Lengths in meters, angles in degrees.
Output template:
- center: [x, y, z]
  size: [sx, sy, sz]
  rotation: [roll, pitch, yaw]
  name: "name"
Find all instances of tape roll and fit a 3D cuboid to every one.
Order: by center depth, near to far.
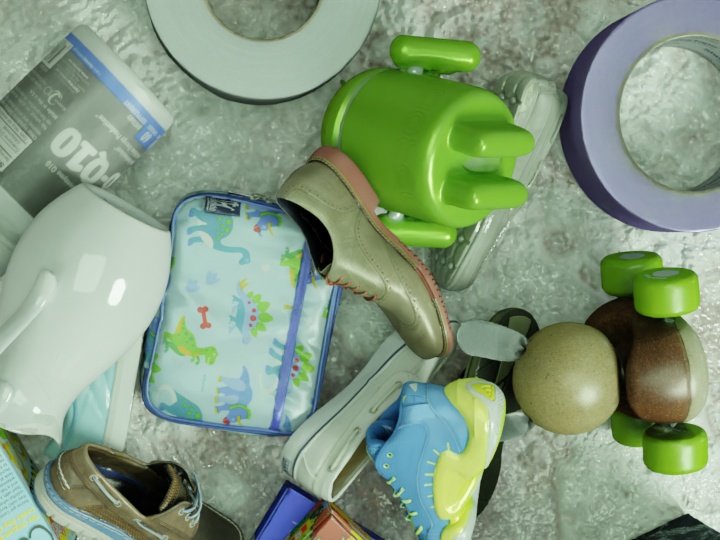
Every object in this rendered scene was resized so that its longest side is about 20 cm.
- center: [-0.084, -0.243, 1.350]
  size: [0.199, 0.066, 0.202]
  rotation: [0, 91, -5]
  name: "tape roll"
- center: [0.278, -0.133, 1.380]
  size: [0.198, 0.085, 0.202]
  rotation: [0, 92, -5]
  name: "tape roll"

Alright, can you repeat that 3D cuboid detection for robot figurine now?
- center: [0.048, -0.103, 1.313]
  size: [0.115, 0.199, 0.177]
  rotation: [-8, 110, -43]
  name: "robot figurine"

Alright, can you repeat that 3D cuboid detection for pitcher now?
- center: [-0.238, 0.036, 1.231]
  size: [0.121, 0.172, 0.201]
  rotation: [31, 94, 12]
  name: "pitcher"

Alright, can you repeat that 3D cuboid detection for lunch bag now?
- center: [-0.097, 0.036, 1.349]
  size: [0.160, 0.082, 0.201]
  rotation: [12, 91, -10]
  name: "lunch bag"

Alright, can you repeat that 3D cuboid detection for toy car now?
- center: [0.177, 0.085, 1.333]
  size: [0.198, 0.158, 0.166]
  rotation: [-8, 102, -9]
  name: "toy car"

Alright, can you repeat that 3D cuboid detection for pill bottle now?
- center: [-0.261, -0.095, 1.311]
  size: [0.200, 0.114, 0.114]
  rotation: [-45, 95, -3]
  name: "pill bottle"

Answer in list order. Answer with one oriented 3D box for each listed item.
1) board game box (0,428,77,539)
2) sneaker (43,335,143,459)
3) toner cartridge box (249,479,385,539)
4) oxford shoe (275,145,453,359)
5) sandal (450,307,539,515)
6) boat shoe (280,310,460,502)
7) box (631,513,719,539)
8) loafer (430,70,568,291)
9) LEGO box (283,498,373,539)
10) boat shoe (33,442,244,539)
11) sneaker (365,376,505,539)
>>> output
- center: [-0.331, 0.171, 1.315]
  size: [0.104, 0.103, 0.201]
  rotation: [-30, 94, -5]
  name: "board game box"
- center: [-0.226, 0.072, 1.339]
  size: [0.081, 0.074, 0.202]
  rotation: [8, 90, -9]
  name: "sneaker"
- center: [-0.004, 0.275, 1.382]
  size: [0.199, 0.043, 0.095]
  rotation: [33, 90, -6]
  name: "toner cartridge box"
- center: [0.000, 0.000, 1.298]
  size: [0.075, 0.070, 0.201]
  rotation: [-40, 99, -30]
  name: "oxford shoe"
- center: [0.096, 0.124, 1.378]
  size: [0.079, 0.057, 0.202]
  rotation: [10, 104, -41]
  name: "sandal"
- center: [0.025, 0.116, 1.343]
  size: [0.200, 0.071, 0.070]
  rotation: [-41, 57, -21]
  name: "boat shoe"
- center: [0.240, 0.311, 1.329]
  size: [0.196, 0.200, 0.118]
  rotation: [-24, 94, -5]
  name: "box"
- center: [0.122, -0.072, 1.373]
  size: [0.069, 0.070, 0.201]
  rotation: [17, 103, -35]
  name: "loafer"
- center: [-0.006, 0.313, 1.322]
  size: [0.200, 0.077, 0.149]
  rotation: [45, 88, -5]
  name: "LEGO box"
- center: [-0.167, 0.198, 1.311]
  size: [0.199, 0.073, 0.072]
  rotation: [26, 127, -35]
  name: "boat shoe"
- center: [0.050, 0.166, 1.302]
  size: [0.104, 0.076, 0.201]
  rotation: [13, 118, 0]
  name: "sneaker"
